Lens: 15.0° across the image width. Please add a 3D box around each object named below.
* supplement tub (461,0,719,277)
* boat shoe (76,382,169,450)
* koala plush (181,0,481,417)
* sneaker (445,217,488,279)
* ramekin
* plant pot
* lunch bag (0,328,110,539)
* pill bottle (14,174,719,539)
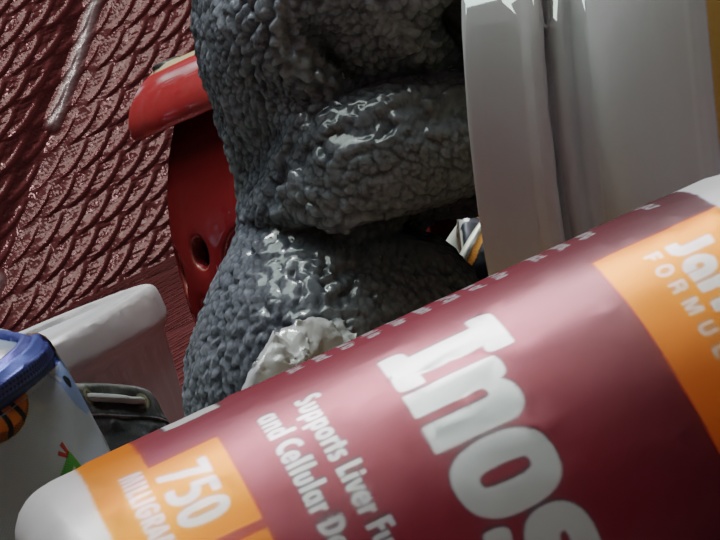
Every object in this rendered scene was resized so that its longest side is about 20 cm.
[{"bbox_3d":[0.131,-0.041,0.652,0.198,0.146,0.145,-6,8,10],"label":"supplement tub"},{"bbox_3d":[-0.150,0.075,1.036,0.199,0.071,0.072,7,-43,-45],"label":"boat shoe"},{"bbox_3d":[0.000,0.000,0.936,0.177,0.183,0.201,145,148,-80],"label":"koala plush"},{"bbox_3d":[0.085,0.000,1.073,0.199,0.080,0.078,-22,4,0],"label":"sneaker"},{"bbox_3d":[-0.163,0.088,1.202,0.201,0.095,0.202,-24,5,2],"label":"ramekin"},{"bbox_3d":[-0.005,-0.044,1.371,0.199,0.184,0.200,-22,4,1],"label":"plant pot"},{"bbox_3d":[-0.148,0.081,0.748,0.160,0.076,0.200,-32,6,-13],"label":"lunch bag"},{"bbox_3d":[0.047,0.052,0.497,0.199,0.114,0.113,-25,5,-9],"label":"pill bottle"}]
